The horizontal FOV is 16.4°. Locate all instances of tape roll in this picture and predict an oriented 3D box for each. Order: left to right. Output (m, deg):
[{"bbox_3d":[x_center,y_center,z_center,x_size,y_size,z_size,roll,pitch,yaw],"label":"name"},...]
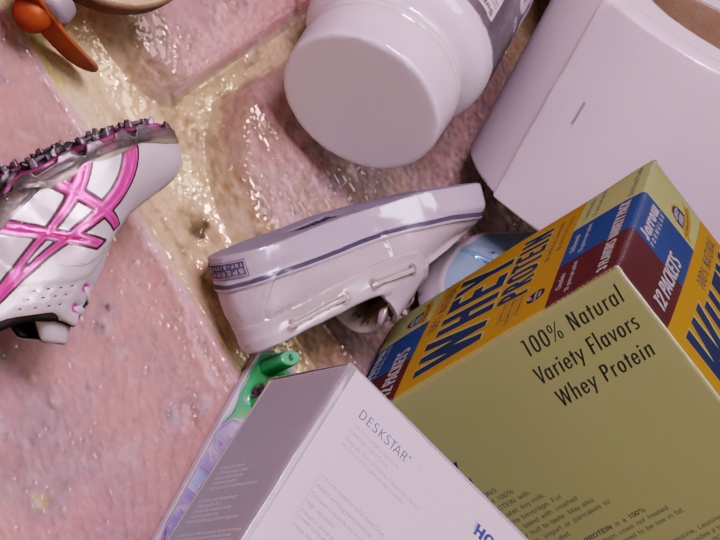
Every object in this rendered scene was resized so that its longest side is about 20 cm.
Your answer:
[{"bbox_3d":[0.185,-0.085,1.501,0.203,0.139,0.203,26,20,-10],"label":"tape roll"}]

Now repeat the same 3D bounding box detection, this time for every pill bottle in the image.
[{"bbox_3d":[0.038,-0.159,1.460,0.114,0.114,0.200,48,46,-20],"label":"pill bottle"}]

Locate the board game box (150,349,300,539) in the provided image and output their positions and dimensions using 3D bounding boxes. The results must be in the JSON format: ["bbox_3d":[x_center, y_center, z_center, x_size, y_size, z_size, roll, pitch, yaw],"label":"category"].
[{"bbox_3d":[-0.020,0.172,1.340,0.200,0.026,0.200,47,47,-21],"label":"board game box"}]

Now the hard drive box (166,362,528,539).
[{"bbox_3d":[-0.022,0.173,1.251,0.156,0.077,0.200,46,58,-21],"label":"hard drive box"}]

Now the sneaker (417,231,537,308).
[{"bbox_3d":[0.120,0.001,1.509,0.200,0.082,0.074,-13,82,-47],"label":"sneaker"}]

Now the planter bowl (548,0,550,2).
[{"bbox_3d":[0.156,-0.247,1.617,0.083,0.201,0.200,30,42,16],"label":"planter bowl"}]

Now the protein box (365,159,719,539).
[{"bbox_3d":[0.134,0.088,1.375,0.200,0.198,0.135,51,28,-13],"label":"protein box"}]

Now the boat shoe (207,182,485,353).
[{"bbox_3d":[0.000,0.000,1.405,0.200,0.071,0.070,-21,100,-46],"label":"boat shoe"}]

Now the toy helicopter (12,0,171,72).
[{"bbox_3d":[-0.179,-0.186,1.304,0.200,0.079,0.132,15,83,-24],"label":"toy helicopter"}]

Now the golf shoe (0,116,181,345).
[{"bbox_3d":[-0.162,-0.010,1.246,0.200,0.073,0.092,-33,104,-37],"label":"golf shoe"}]
